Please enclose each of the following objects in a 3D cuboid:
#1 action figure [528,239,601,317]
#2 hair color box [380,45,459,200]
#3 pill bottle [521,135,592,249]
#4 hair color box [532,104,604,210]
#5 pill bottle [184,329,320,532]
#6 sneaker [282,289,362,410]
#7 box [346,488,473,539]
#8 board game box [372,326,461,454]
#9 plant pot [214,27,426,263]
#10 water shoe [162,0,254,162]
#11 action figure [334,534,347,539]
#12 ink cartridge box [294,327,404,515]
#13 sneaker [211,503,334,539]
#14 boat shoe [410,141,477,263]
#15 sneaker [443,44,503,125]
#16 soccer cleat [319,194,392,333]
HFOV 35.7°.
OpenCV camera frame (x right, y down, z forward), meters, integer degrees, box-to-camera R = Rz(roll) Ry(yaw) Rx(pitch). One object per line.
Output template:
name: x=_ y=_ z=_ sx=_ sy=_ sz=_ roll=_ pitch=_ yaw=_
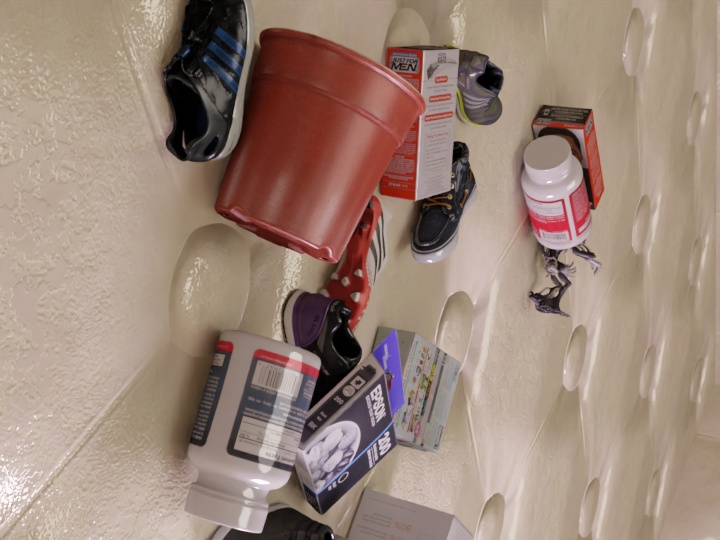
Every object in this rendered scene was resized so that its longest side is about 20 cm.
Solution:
action figure: x=0.393 y=-0.013 z=2.139 sx=0.119 sy=0.101 sz=0.202 roll=175 pitch=-65 yaw=-73
hair color box: x=0.082 y=-0.207 z=1.551 sx=0.111 sy=0.063 sz=0.203 roll=-19 pitch=117 yaw=-57
pill bottle: x=0.352 y=-0.142 z=2.019 sx=0.113 sy=0.111 sz=0.201 roll=-61 pitch=147 yaw=-30
hair color box: x=0.388 y=-0.209 z=2.077 sx=0.062 sy=0.100 sz=0.201 roll=-59 pitch=144 yaw=-33
pill bottle: x=-0.124 y=0.177 z=1.233 sx=0.119 sy=0.118 sz=0.203 roll=33 pitch=71 yaw=-60
sneaker: x=-0.039 y=0.123 z=1.406 sx=0.076 sy=0.087 sz=0.202 roll=-48 pitch=138 yaw=-44
box: x=0.053 y=0.443 z=1.613 sx=0.202 sy=0.151 sz=0.107 roll=-68 pitch=150 yaw=-20
board game box: x=0.074 y=0.181 z=1.661 sx=0.200 sy=0.064 sz=0.149 roll=38 pitch=65 yaw=-60
plant pot: x=-0.056 y=-0.126 z=1.208 sx=0.200 sy=0.199 sz=0.197 roll=32 pitch=79 yaw=-60
water shoe: x=-0.153 y=-0.207 z=1.107 sx=0.079 sy=0.071 sz=0.203 roll=-20 pitch=116 yaw=-56
action figure: x=-0.044 y=0.437 z=1.489 sx=0.199 sy=0.104 sz=0.196 roll=-8 pitch=115 yaw=-58
ink cartridge box: x=-0.003 y=0.198 z=1.440 sx=0.200 sy=0.043 sz=0.199 roll=-43 pitch=151 yaw=-21
sneaker: x=-0.103 y=0.337 z=1.346 sx=0.199 sy=0.098 sz=0.072 roll=-11 pitch=110 yaw=-59
boat shoe: x=0.116 y=-0.103 z=1.649 sx=0.201 sy=0.070 sz=0.092 roll=-61 pitch=146 yaw=-43
sneaker: x=0.182 y=-0.273 z=1.695 sx=0.200 sy=0.080 sz=0.075 roll=32 pitch=71 yaw=-60
soccer cleat: x=0.000 y=0.000 z=1.464 sx=0.085 sy=0.068 sz=0.203 roll=29 pitch=69 yaw=-56
